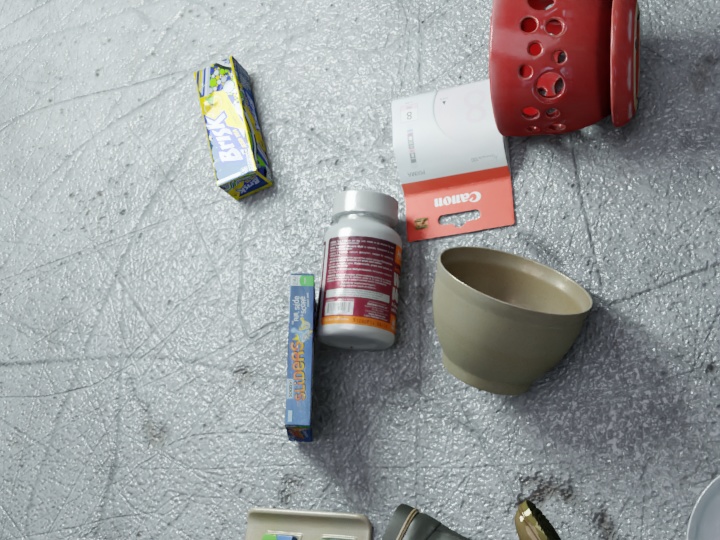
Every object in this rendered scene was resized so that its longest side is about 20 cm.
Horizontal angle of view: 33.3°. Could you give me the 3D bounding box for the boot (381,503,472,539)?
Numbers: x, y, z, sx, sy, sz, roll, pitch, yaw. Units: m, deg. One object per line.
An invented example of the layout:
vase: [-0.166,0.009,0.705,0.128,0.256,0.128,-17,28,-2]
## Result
boot: [0.075,0.409,1.496,0.137,0.077,0.202,18,83,22]

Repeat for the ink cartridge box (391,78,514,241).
ink cartridge box: [0.126,-0.154,1.660,0.161,0.057,0.202,-9,66,20]

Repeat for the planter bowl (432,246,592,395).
planter bowl: [0.175,0.070,1.505,0.199,0.199,0.136,27,112,27]

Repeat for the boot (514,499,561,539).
boot: [0.168,0.399,1.443,0.199,0.066,0.176,-33,82,11]

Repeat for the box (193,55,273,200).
box: [-0.191,-0.214,1.804,0.069,0.064,0.202,-21,67,15]

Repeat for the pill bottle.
pill bottle: [0.000,0.000,1.631,0.108,0.109,0.202,-1,74,23]

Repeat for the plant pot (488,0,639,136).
plant pot: [0.269,-0.276,1.559,0.180,0.200,0.203,1,74,14]

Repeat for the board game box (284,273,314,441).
board game box: [-0.079,0.119,1.614,0.034,0.136,0.202,1,73,-1]

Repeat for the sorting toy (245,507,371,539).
sorting toy: [-0.081,0.417,1.578,0.183,0.036,0.202,-1,74,23]

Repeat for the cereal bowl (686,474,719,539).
cereal bowl: [0.471,0.313,1.349,0.198,0.083,0.202,-7,71,22]
